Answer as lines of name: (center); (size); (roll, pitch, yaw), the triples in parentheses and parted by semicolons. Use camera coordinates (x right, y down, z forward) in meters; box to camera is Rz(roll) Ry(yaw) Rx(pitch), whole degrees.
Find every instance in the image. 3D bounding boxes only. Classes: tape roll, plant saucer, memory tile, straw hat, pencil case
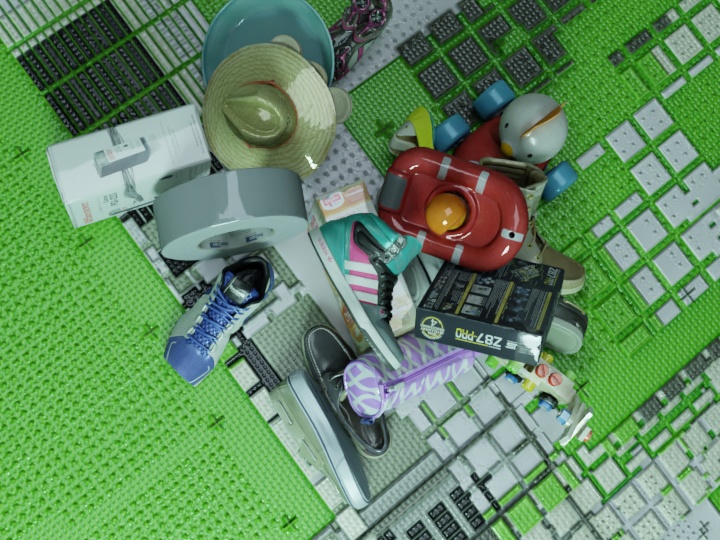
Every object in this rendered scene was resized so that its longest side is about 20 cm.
tape roll: (-0.168, -0.071, 1.392); (0.197, 0.200, 0.067); (-11, 81, -12)
plant saucer: (-0.126, -0.290, 1.493); (0.197, 0.036, 0.204); (2, 99, 15)
memory tile: (-0.116, -0.206, 1.475); (0.153, 0.017, 0.200); (44, 105, 5)
straw hat: (-0.135, -0.208, 1.427); (0.198, 0.085, 0.205); (2, 99, 14)
pencil case: (0.067, 0.128, 1.417); (0.198, 0.085, 0.085); (-22, 95, -40)

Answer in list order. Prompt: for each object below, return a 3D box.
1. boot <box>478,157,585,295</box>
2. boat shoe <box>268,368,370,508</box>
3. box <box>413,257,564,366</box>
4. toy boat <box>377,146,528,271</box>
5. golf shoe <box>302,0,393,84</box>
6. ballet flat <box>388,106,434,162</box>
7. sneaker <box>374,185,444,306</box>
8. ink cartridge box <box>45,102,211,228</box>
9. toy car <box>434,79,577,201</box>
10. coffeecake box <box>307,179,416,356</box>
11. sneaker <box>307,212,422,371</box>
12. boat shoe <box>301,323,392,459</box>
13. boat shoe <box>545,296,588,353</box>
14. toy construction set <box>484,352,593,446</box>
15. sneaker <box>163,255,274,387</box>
boot: (0.231, -0.060, 1.448); (0.197, 0.156, 0.072); (23, 42, 6)
boat shoe: (-0.053, 0.231, 1.428); (0.062, 0.072, 0.202); (-30, 81, 10)
box: (0.170, 0.039, 1.370); (0.159, 0.200, 0.050); (11, 117, 14)
toy boat: (0.114, -0.073, 1.347); (0.197, 0.131, 0.132); (19, 102, 8)
golf shoe: (-0.029, -0.317, 1.532); (0.199, 0.092, 0.073); (-40, 88, 8)
ballet flat: (0.074, -0.159, 1.487); (0.066, 0.067, 0.202); (8, 50, -21)
sneaker: (0.079, -0.040, 1.504); (0.080, 0.076, 0.203); (-4, 73, -35)
ink cartridge box: (-0.303, -0.136, 1.409); (0.197, 0.146, 0.086); (-17, 83, -13)
toy car: (0.218, -0.178, 1.481); (0.176, 0.200, 0.185); (-36, 86, -15)
coffeecake box: (0.000, 0.000, 1.430); (0.072, 0.154, 0.203); (-21, 82, -11)
sneaker: (0.031, 0.012, 1.314); (0.120, 0.084, 0.202); (-29, 83, -1)
boat shoe: (-0.014, 0.160, 1.441); (0.071, 0.065, 0.202); (-25, 84, -14)
boat shoe: (0.228, 0.044, 1.509); (0.199, 0.072, 0.061); (30, 52, 3)
toy construction set: (0.249, 0.144, 1.457); (0.092, 0.131, 0.201); (-37, 87, -14)
sneaker: (-0.185, 0.050, 1.408); (0.080, 0.115, 0.200); (38, 75, 0)
